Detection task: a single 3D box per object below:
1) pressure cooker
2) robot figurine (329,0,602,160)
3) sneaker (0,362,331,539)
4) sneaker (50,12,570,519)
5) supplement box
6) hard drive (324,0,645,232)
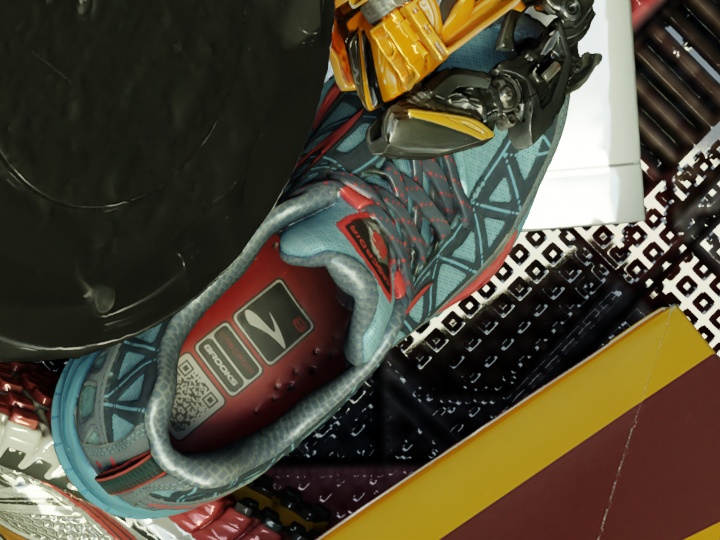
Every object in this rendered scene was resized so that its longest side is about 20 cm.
[{"bbox_3d":[-0.126,-0.077,0.683,0.178,0.199,0.177,-36,128,-36],"label":"pressure cooker"},{"bbox_3d":[0.046,-0.124,0.751,0.200,0.058,0.145,-38,97,-27],"label":"robot figurine"},{"bbox_3d":[-0.097,0.083,0.819,0.199,0.078,0.083,28,97,-2],"label":"sneaker"},{"bbox_3d":[0.000,0.000,0.761,0.079,0.095,0.200,45,76,-11],"label":"sneaker"},{"bbox_3d":[0.070,0.160,0.744,0.197,0.133,0.200,-33,65,-7],"label":"supplement box"},{"bbox_3d":[0.018,-0.111,0.824,0.131,0.027,0.202,-5,95,1],"label":"hard drive"}]
